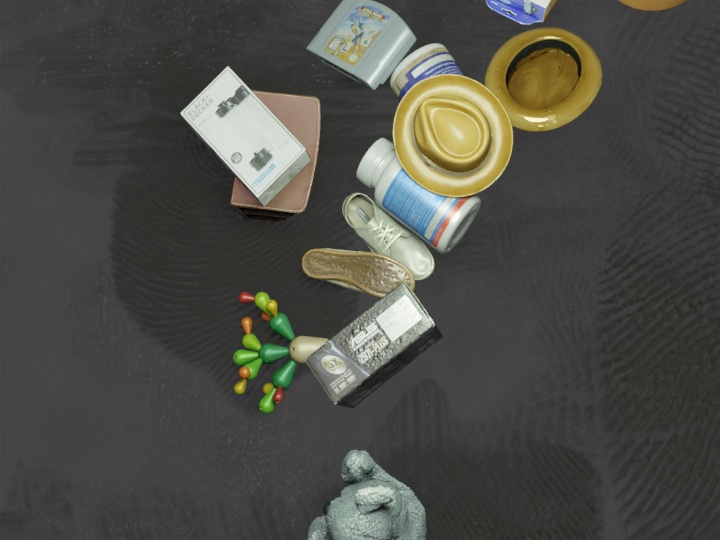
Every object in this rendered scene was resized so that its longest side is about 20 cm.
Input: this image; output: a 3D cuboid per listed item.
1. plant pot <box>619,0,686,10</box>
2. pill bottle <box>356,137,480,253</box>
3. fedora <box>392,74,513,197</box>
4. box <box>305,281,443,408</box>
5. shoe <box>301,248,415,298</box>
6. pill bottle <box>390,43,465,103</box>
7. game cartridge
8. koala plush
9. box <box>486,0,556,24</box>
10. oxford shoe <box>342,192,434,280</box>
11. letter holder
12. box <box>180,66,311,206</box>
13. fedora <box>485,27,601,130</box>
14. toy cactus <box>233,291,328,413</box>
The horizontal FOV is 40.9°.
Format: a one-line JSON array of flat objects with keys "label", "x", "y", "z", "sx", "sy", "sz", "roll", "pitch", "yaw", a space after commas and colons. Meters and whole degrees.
[{"label": "plant pot", "x": 0.490, "y": -0.553, "z": 1.586, "sx": 0.195, "sy": 0.140, "sz": 0.205, "roll": -2, "pitch": 79, "yaw": 11}, {"label": "pill bottle", "x": 0.092, "y": -0.129, "z": 1.599, "sx": 0.199, "sy": 0.112, "sz": 0.113, "roll": 38, "pitch": 88, "yaw": 13}, {"label": "fedora", "x": 0.143, "y": -0.216, "z": 1.504, "sx": 0.196, "sy": 0.082, "sz": 0.206, "roll": 0, "pitch": 87, "yaw": 5}, {"label": "box", "x": 0.027, "y": 0.123, "z": 1.541, "sx": 0.199, "sy": 0.164, "sz": 0.087, "roll": -38, "pitch": 76, "yaw": 3}, {"label": "shoe", "x": 0.000, "y": 0.000, "z": 1.624, "sx": 0.196, "sy": 0.053, "sz": 0.072, "roll": 14, "pitch": 93, "yaw": 11}, {"label": "pill bottle", "x": 0.144, "y": -0.266, "z": 1.612, "sx": 0.115, "sy": 0.116, "sz": 0.202, "roll": -32, "pitch": 76, "yaw": 3}, {"label": "game cartridge", "x": 0.002, "y": -0.397, "z": 1.658, "sx": 0.199, "sy": 0.041, "sz": 0.134, "roll": 37, "pitch": 92, "yaw": 43}, {"label": "koala plush", "x": 0.010, "y": 0.388, "z": 1.478, "sx": 0.181, "sy": 0.200, "sz": 0.180, "roll": 27, "pitch": 85, "yaw": 13}, {"label": "box", "x": 0.292, "y": -0.506, "z": 1.633, "sx": 0.117, "sy": 0.042, "sz": 0.202, "roll": 27, "pitch": 64, "yaw": 13}, {"label": "oxford shoe", "x": 0.042, "y": -0.057, "z": 1.625, "sx": 0.200, "sy": 0.058, "sz": 0.075, "roll": 44, "pitch": 87, "yaw": 13}, {"label": "letter holder", "x": -0.133, "y": -0.192, "z": 1.659, "sx": 0.139, "sy": 0.101, "sz": 0.205, "roll": 6, "pitch": 81, "yaw": 9}, {"label": "box", "x": -0.189, "y": -0.220, "z": 1.590, "sx": 0.116, "sy": 0.060, "sz": 0.200, "roll": -42, "pitch": 78, "yaw": -2}, {"label": "fedora", "x": 0.301, "y": -0.301, "z": 1.590, "sx": 0.196, "sy": 0.082, "sz": 0.205, "roll": -4, "pitch": 65, "yaw": 8}, {"label": "toy cactus", "x": -0.134, "y": 0.130, "z": 1.614, "sx": 0.161, "sy": 0.103, "sz": 0.205, "roll": -5, "pitch": 71, "yaw": 0}]
